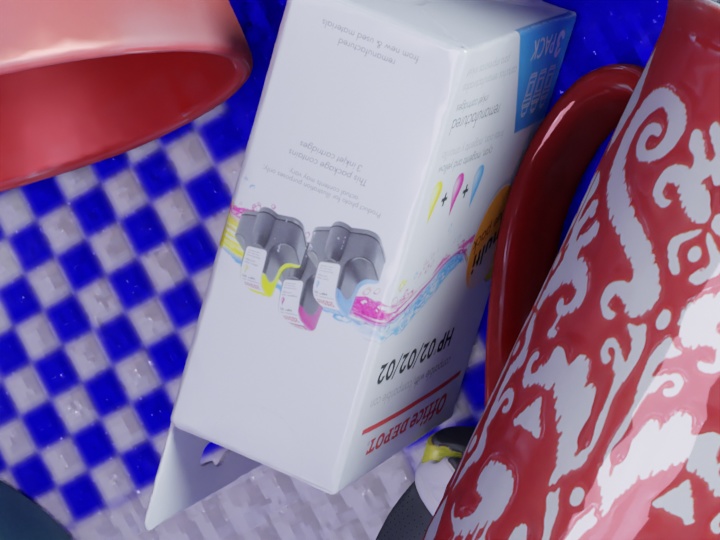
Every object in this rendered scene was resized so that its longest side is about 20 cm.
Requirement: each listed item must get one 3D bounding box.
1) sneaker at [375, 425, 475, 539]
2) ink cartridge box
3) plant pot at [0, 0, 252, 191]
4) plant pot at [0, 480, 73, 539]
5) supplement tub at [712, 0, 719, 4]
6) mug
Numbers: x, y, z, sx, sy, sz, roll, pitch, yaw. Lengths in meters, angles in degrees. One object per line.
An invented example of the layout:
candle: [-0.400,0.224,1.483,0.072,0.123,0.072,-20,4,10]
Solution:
sneaker: [0.082,0.146,1.038,0.200,0.074,0.085,47,120,17]
ink cartridge box: [0.000,0.000,1.011,0.068,0.115,0.200,23,109,18]
plant pot: [-0.154,-0.126,1.020,0.200,0.200,0.178,-20,81,25]
plant pot: [-0.205,0.183,1.108,0.200,0.161,0.201,4,101,22]
supplement tub: [0.103,-0.191,0.927,0.123,0.123,0.200,-41,83,24]
mug: [0.109,0.027,0.954,0.133,0.178,0.200,27,94,-10]
